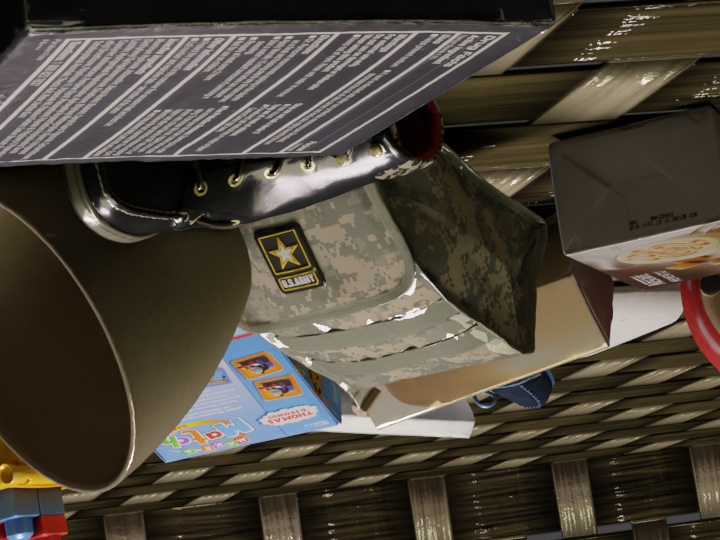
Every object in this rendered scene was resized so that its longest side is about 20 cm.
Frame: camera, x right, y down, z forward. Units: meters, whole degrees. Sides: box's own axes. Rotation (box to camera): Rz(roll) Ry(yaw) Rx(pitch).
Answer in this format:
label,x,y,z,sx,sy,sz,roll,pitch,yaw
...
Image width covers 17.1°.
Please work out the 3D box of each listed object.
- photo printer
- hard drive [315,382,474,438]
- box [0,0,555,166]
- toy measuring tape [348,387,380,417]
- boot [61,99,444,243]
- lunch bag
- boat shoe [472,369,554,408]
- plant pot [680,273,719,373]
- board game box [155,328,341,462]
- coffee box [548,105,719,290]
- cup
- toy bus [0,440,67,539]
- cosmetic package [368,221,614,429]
label,x,y,z,sx,sy,sz,roll,pitch,yaw
photo printer,0.174,0.032,2.059,0.165,0.070,0.200,-3,168,-25
hard drive,-0.014,0.095,2.071,0.199,0.132,0.027,5,121,-21
box,-0.064,-0.119,0.896,0.197,0.124,0.200,-2,170,-25
toy measuring tape,-0.056,0.026,1.671,0.073,0.074,0.200,-13,130,27
boot,-0.057,-0.069,1.323,0.153,0.074,0.203,-16,174,26
lunch bag,-0.003,-0.014,1.514,0.163,0.118,0.200,-14,145,38
boat shoe,0.072,0.072,1.982,0.199,0.069,0.084,31,156,-24
plant pot,0.345,0.017,1.782,0.199,0.202,0.182,-12,163,18
board game box,-0.118,0.073,1.788,0.150,0.037,0.200,-13,145,15
coffee box,0.213,-0.046,1.636,0.114,0.080,0.200,-12,169,18
cup,-0.150,0.012,1.439,0.143,0.201,0.200,-32,-175,-35
toy bus,-0.306,0.151,1.984,0.199,0.193,0.135,-15,169,41
cosmetic package,0.091,0.039,1.839,0.199,0.071,0.105,-22,-157,18
